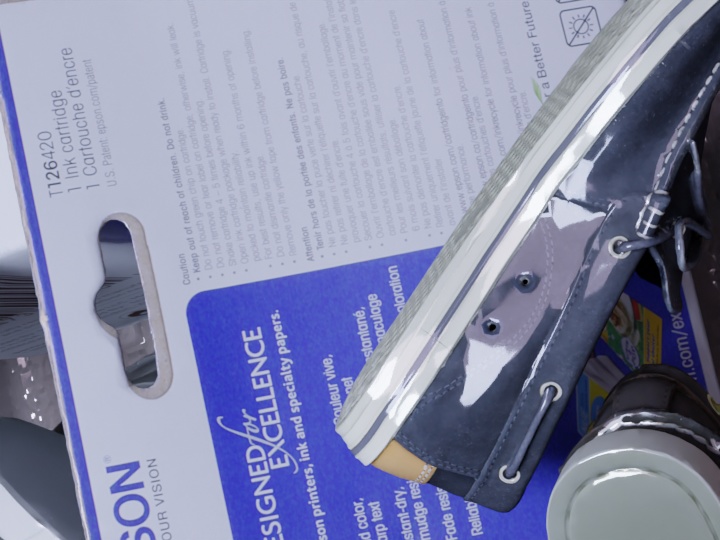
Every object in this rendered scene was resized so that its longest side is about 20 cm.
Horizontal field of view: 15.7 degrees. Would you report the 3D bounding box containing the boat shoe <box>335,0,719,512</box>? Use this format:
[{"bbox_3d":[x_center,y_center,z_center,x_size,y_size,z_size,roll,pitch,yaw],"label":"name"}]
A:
[{"bbox_3d":[0.070,-0.018,0.731,0.062,0.075,0.200,34,97,-3],"label":"boat shoe"}]

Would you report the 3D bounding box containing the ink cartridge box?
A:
[{"bbox_3d":[0.000,0.000,0.793,0.047,0.199,0.198,131,128,-76],"label":"ink cartridge box"}]

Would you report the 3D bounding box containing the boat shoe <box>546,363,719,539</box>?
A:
[{"bbox_3d":[0.105,0.123,0.759,0.071,0.061,0.202,-6,116,19],"label":"boat shoe"}]

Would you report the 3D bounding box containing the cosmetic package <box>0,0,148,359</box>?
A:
[{"bbox_3d":[-0.126,-0.083,0.891,0.164,0.165,0.201,-18,80,35],"label":"cosmetic package"}]

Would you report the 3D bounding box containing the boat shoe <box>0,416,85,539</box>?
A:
[{"bbox_3d":[-0.074,0.126,0.862,0.200,0.071,0.064,41,112,28],"label":"boat shoe"}]

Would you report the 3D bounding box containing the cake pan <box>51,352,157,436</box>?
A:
[{"bbox_3d":[-0.059,0.125,0.918,0.200,0.037,0.201,0,89,37],"label":"cake pan"}]
